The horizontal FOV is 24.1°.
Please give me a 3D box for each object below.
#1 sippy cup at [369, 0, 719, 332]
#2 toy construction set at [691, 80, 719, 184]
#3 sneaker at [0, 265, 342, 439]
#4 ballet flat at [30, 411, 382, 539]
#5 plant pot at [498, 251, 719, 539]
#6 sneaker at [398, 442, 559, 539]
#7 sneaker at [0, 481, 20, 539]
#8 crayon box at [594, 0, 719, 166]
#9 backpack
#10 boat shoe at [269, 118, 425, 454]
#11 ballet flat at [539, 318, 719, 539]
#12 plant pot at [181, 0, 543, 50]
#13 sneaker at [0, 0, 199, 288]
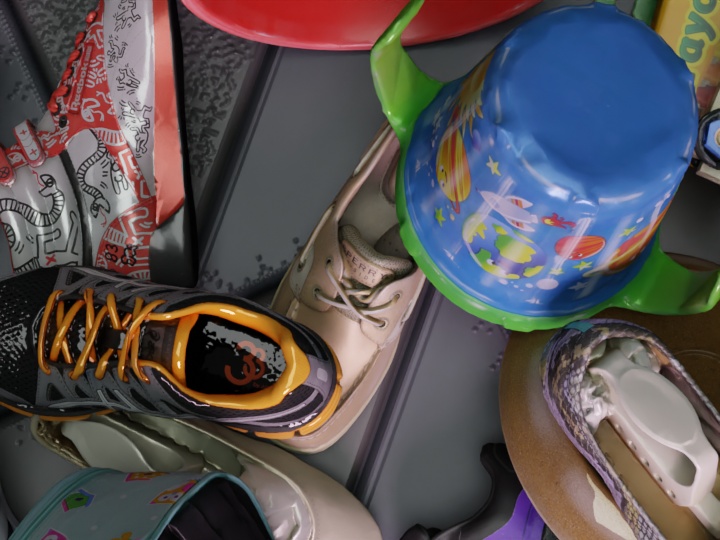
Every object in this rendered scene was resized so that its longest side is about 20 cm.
[{"bbox_3d":[0.092,-0.054,0.779,0.176,0.130,0.141,3,72,-8],"label":"sippy cup"},{"bbox_3d":[0.235,-0.076,0.814,0.130,0.092,0.201,24,77,5],"label":"toy construction set"},{"bbox_3d":[-0.107,0.035,0.814,0.198,0.077,0.079,5,80,1],"label":"sneaker"},{"bbox_3d":[-0.082,0.110,0.866,0.199,0.069,0.070,29,87,4],"label":"ballet flat"},{"bbox_3d":[0.166,0.071,0.832,0.198,0.028,0.201,8,58,-12],"label":"plant pot"},{"bbox_3d":[0.054,0.179,0.863,0.099,0.070,0.201,25,83,10],"label":"sneaker"},{"bbox_3d":[-0.207,0.132,0.846,0.070,0.109,0.201,-19,86,0],"label":"sneaker"},{"bbox_3d":[0.217,-0.108,0.882,0.199,0.051,0.128,16,87,3],"label":"crayon box"},{"bbox_3d":[-0.105,0.191,0.781,0.152,0.176,0.201,8,130,26],"label":"backpack"},{"bbox_3d":[0.000,0.000,0.872,0.072,0.065,0.201,27,87,3],"label":"boat shoe"},{"bbox_3d":[0.153,0.103,0.749,0.072,0.072,0.201,-38,83,-1],"label":"ballet flat"},{"bbox_3d":[0.003,-0.226,0.836,0.199,0.201,0.179,-4,76,1],"label":"plant pot"},{"bbox_3d":[-0.146,-0.085,0.880,0.107,0.067,0.203,-5,89,-1],"label":"sneaker"}]
